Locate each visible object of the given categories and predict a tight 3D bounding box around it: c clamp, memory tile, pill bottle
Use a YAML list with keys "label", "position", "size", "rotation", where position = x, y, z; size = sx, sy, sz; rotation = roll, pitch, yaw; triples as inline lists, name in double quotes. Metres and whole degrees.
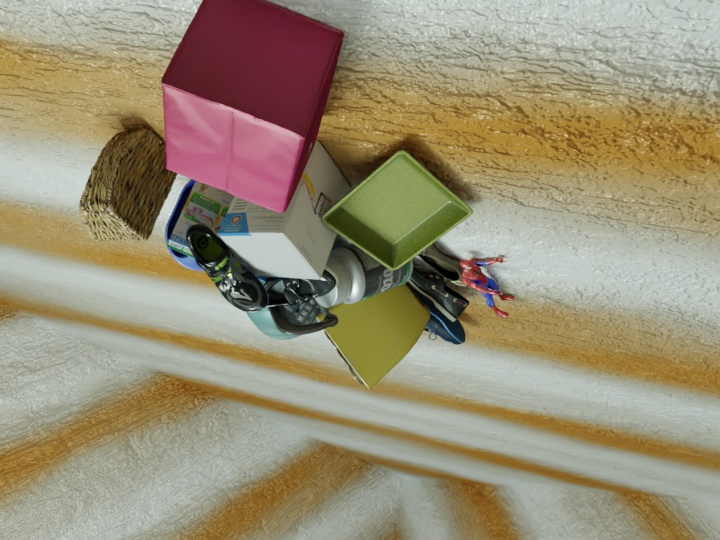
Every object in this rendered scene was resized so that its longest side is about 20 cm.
- label: "c clamp"
  position: [-0.100, 0.069, 1.251]
  size: [0.169, 0.200, 0.027]
  rotation: [-3, 117, -14]
- label: "memory tile"
  position: [-0.016, 0.197, 1.469]
  size: [0.154, 0.017, 0.200]
  rotation: [55, -173, 15]
- label: "pill bottle"
  position: [0.000, 0.000, 1.261]
  size: [0.199, 0.114, 0.113]
  rotation: [-19, 177, -37]

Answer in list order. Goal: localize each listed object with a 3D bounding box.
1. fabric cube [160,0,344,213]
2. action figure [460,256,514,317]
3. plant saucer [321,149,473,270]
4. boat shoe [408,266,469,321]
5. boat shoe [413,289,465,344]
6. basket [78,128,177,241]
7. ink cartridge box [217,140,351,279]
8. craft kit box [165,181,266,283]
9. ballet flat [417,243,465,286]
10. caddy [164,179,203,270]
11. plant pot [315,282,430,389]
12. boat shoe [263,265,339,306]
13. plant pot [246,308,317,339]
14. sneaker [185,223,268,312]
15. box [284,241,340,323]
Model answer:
- label: "fabric cube"
  position: [-0.154, -0.239, 0.901]
  size: [0.198, 0.198, 0.200]
  rotation: [20, 152, -6]
- label: "action figure"
  position: [0.283, 0.031, 1.320]
  size: [0.098, 0.066, 0.200]
  rotation: [1, 152, 46]
- label: "plant saucer"
  position: [0.063, -0.112, 1.122]
  size: [0.199, 0.048, 0.199]
  rotation: [-37, 128, 27]
- label: "boat shoe"
  position: [0.158, 0.031, 1.406]
  size: [0.201, 0.063, 0.074]
  rotation: [39, -168, -16]
- label: "boat shoe"
  position: [0.177, 0.116, 1.545]
  size: [0.200, 0.084, 0.068]
  rotation: [43, 127, -19]
- label: "basket"
  position: [-0.472, -0.169, 1.221]
  size: [0.148, 0.202, 0.143]
  rotation: [3, 152, 28]
- label: "ink cartridge box"
  position: [-0.131, -0.108, 1.139]
  size: [0.146, 0.202, 0.145]
  rotation: [1, 148, 29]
- label: "craft kit box"
  position: [-0.250, -0.097, 1.237]
  size: [0.199, 0.199, 0.048]
  rotation: [26, 156, -17]
- label: "ballet flat"
  position: [0.167, -0.014, 1.321]
  size: [0.067, 0.047, 0.200]
  rotation: [-11, 142, 42]
- label: "caddy"
  position: [-0.318, -0.098, 1.291]
  size: [0.140, 0.202, 0.105]
  rotation: [25, 170, -22]
- label: "plant pot"
  position: [0.049, 0.114, 1.419]
  size: [0.196, 0.199, 0.194]
  rotation: [53, -173, 3]
- label: "boat shoe"
  position: [-0.125, 0.036, 1.184]
  size: [0.198, 0.066, 0.075]
  rotation: [-4, 127, 40]
- label: "plant pot"
  position: [-0.193, 0.047, 1.454]
  size: [0.198, 0.202, 0.134]
  rotation: [7, 164, 19]
- label: "sneaker"
  position: [-0.246, 0.000, 1.132]
  size: [0.200, 0.071, 0.083]
  rotation: [50, 177, -4]
- label: "box"
  position: [-0.124, 0.008, 1.359]
  size: [0.051, 0.201, 0.158]
  rotation: [21, 165, 49]
